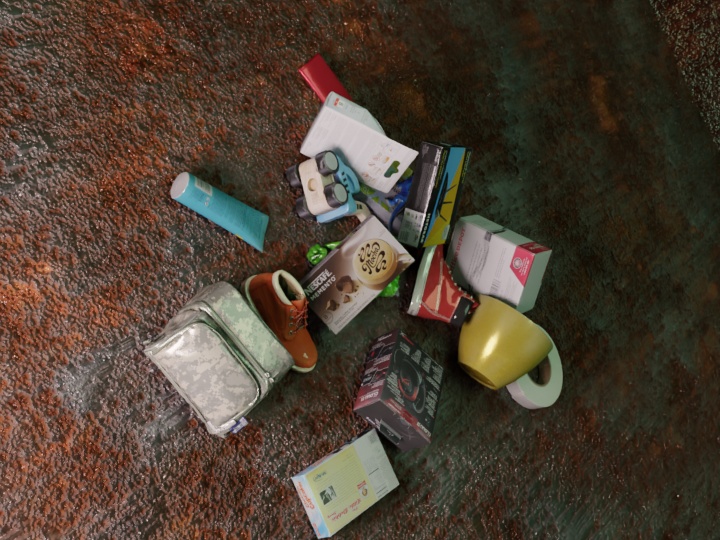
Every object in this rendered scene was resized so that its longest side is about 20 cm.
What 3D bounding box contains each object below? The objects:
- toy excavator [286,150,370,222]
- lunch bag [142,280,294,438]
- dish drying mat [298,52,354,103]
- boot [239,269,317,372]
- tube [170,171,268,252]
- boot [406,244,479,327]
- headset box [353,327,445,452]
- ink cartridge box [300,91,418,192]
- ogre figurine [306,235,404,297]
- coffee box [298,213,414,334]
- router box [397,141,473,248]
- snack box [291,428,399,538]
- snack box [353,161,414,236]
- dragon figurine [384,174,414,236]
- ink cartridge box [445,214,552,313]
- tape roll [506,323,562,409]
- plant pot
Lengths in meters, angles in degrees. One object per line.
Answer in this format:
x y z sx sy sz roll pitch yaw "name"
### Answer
-0.030 -0.136 1.724 0.200 0.100 0.195 -7 80 -54 "toy excavator"
-0.228 0.143 1.388 0.168 0.139 0.200 -44 106 -27 "lunch bag"
-0.051 -0.360 1.839 0.200 0.018 0.077 52 46 -17 "dish drying mat"
-0.122 0.090 1.527 0.201 0.107 0.075 58 43 -12 "boot"
-0.240 -0.106 1.536 0.200 0.050 0.078 31 59 -38 "tube"
0.187 0.019 1.836 0.144 0.072 0.201 15 66 -2 "boot"
0.076 0.236 1.666 0.149 0.075 0.201 42 42 -24 "headset box"
-0.001 -0.247 1.696 0.199 0.162 0.050 23 58 -11 "ink cartridge box"
0.000 0.000 1.683 0.199 0.098 0.121 -3 81 -42 "ogre figurine"
-0.014 0.006 1.592 0.200 0.080 0.113 -43 98 0 "coffee box"
0.148 -0.151 1.709 0.149 0.051 0.201 -13 120 -59 "router box"
-0.023 0.377 1.555 0.200 0.037 0.117 -23 89 -47 "snack box"
0.070 -0.162 1.851 0.200 0.053 0.143 35 54 -30 "snack box"
0.108 -0.158 1.776 0.059 0.099 0.201 43 51 -23 "dragon figurine"
0.291 -0.016 1.874 0.083 0.200 0.146 -14 126 -48 "ink cartridge box"
0.398 0.221 2.029 0.202 0.037 0.204 19 61 -39 "tape roll"
0.287 0.168 1.855 0.200 0.200 0.142 42 78 -24 "plant pot"
